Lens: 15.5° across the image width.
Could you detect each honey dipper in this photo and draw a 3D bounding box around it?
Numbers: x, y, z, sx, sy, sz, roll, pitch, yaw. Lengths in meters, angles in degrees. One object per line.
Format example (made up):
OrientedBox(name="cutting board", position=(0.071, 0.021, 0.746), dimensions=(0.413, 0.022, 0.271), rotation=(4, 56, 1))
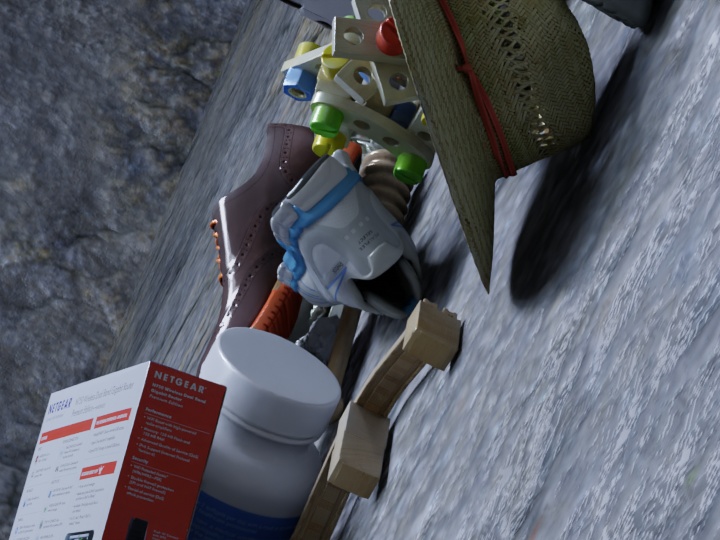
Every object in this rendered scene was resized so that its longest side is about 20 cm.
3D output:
OrientedBox(name="honey dipper", position=(-0.002, 0.013, 1.676), dimensions=(0.038, 0.038, 0.201), rotation=(126, 162, -56))

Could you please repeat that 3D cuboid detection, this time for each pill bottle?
OrientedBox(name="pill bottle", position=(-0.089, 0.140, 1.589), dimensions=(0.112, 0.112, 0.201), rotation=(-85, 21, -67))

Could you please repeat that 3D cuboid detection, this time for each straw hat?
OrientedBox(name="straw hat", position=(0.069, -0.097, 1.276), dimensions=(0.201, 0.085, 0.202), rotation=(-19, -90, -87))

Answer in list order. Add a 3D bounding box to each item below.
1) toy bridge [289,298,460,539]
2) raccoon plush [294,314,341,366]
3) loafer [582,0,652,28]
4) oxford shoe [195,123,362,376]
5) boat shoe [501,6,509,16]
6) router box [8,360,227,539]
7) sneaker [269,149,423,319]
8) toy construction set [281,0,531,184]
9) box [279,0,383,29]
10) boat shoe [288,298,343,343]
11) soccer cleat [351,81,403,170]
OrientedBox(name="toy bridge", position=(0.000, 0.097, 1.432), dimensions=(0.067, 0.027, 0.200), rotation=(-79, 15, -60))
OrientedBox(name="raccoon plush", position=(-0.104, 0.092, 1.732), dimensions=(0.097, 0.133, 0.201), rotation=(-104, 38, -79))
OrientedBox(name="loafer", position=(0.120, -0.174, 1.319), dimensions=(0.070, 0.075, 0.200), rotation=(-59, 19, 11))
OrientedBox(name="oxford shoe", position=(-0.068, -0.003, 1.675), dimensions=(0.071, 0.072, 0.201), rotation=(95, -162, -64))
OrientedBox(name="boat shoe", position=(0.100, -0.215, 1.548), dimensions=(0.061, 0.071, 0.202), rotation=(135, 151, -57))
OrientedBox(name="router box", position=(-0.152, 0.152, 1.503), dimensions=(0.200, 0.049, 0.180), rotation=(-18, 55, 67))
OrientedBox(name="sneaker", position=(0.000, 0.000, 1.555), dimensions=(0.075, 0.087, 0.200), rotation=(-44, -12, -3))
OrientedBox(name="toy construction set", position=(0.028, -0.111, 1.467), dimensions=(0.200, 0.131, 0.093), rotation=(134, 157, -79))
OrientedBox(name="box", position=(-0.009, -0.216, 1.782), dimensions=(0.177, 0.199, 0.097), rotation=(-106, 41, -79))
OrientedBox(name="boat shoe", position=(-0.069, 0.078, 1.812), dimensions=(0.072, 0.060, 0.202), rotation=(-81, 17, -62))
OrientedBox(name="soccer cleat", position=(0.002, -0.088, 1.821), dimensions=(0.078, 0.069, 0.200), rotation=(-60, 7, 19))
